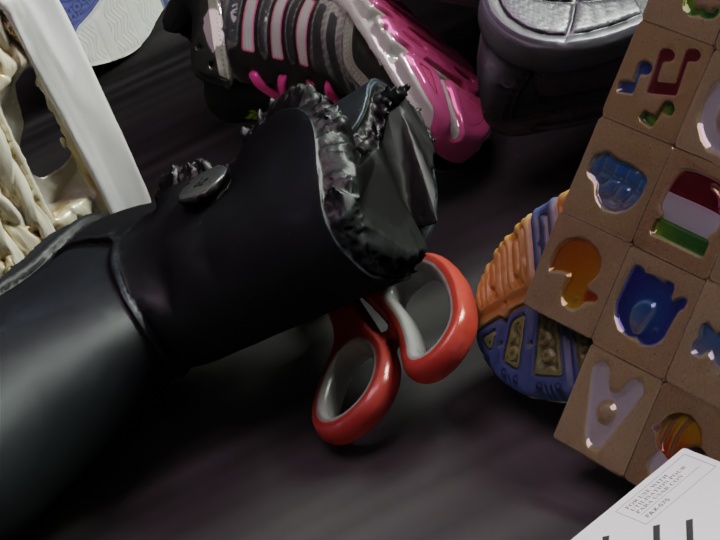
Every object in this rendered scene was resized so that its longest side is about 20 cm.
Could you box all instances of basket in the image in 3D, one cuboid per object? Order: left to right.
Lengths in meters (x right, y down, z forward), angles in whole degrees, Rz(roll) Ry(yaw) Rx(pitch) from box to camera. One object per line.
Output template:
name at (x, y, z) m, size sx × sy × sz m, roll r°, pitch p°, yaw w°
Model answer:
basket at (-0.211, -0.041, 0.964) m, size 0.199 × 0.136 × 0.123 m, roll 3°, pitch 39°, yaw 36°

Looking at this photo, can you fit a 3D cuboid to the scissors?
scissors at (0.000, 0.000, 0.866) m, size 0.073 × 0.014 × 0.200 m, roll -45°, pitch 24°, yaw 12°

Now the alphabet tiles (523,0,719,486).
alphabet tiles at (0.130, -0.021, 0.698) m, size 0.166 × 0.006 × 0.201 m, roll 28°, pitch 99°, yaw 45°

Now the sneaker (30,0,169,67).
sneaker at (-0.150, -0.159, 1.192) m, size 0.115 × 0.081 × 0.199 m, roll -3°, pitch 27°, yaw 35°

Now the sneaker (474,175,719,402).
sneaker at (0.130, 0.003, 0.757) m, size 0.199 × 0.088 × 0.076 m, roll -18°, pitch 68°, yaw 39°

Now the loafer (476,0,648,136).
loafer at (0.134, -0.099, 0.917) m, size 0.199 × 0.063 × 0.072 m, roll -13°, pitch 50°, yaw -20°

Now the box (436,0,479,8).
box at (0.099, -0.151, 0.955) m, size 0.199 × 0.042 × 0.119 m, roll -23°, pitch -12°, yaw 32°

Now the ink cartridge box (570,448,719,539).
ink cartridge box at (0.053, 0.129, 0.605) m, size 0.200 × 0.044 × 0.094 m, roll -35°, pitch 31°, yaw -24°

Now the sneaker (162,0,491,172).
sneaker at (-0.020, -0.086, 0.986) m, size 0.088 × 0.074 × 0.200 m, roll -51°, pitch 48°, yaw 9°

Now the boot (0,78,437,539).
boot at (-0.066, 0.013, 0.804) m, size 0.168 × 0.077 × 0.200 m, roll -25°, pitch 17°, yaw 32°
